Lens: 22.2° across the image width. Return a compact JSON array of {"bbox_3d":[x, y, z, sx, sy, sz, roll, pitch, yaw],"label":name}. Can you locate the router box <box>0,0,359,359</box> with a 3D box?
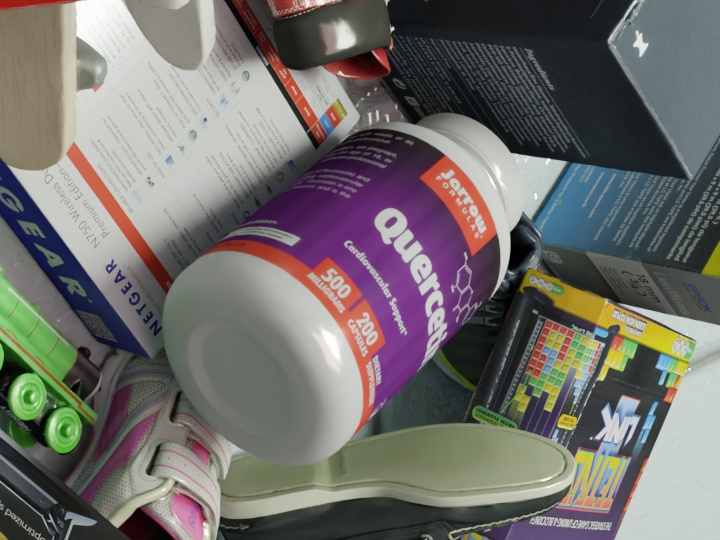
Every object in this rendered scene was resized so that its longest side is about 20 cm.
[{"bbox_3d":[-0.109,-0.091,0.899,0.180,0.049,0.201,-50,128,-24],"label":"router box"}]

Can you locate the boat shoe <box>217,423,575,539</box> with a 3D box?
[{"bbox_3d":[0.018,0.132,0.993,0.198,0.075,0.067,-7,116,1],"label":"boat shoe"}]

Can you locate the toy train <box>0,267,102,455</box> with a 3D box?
[{"bbox_3d":[-0.188,0.015,0.855,0.200,0.042,0.057,50,55,-38],"label":"toy train"}]

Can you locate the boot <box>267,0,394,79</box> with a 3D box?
[{"bbox_3d":[0.000,-0.180,0.939,0.200,0.072,0.145,-45,120,-50],"label":"boot"}]

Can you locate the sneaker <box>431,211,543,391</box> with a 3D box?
[{"bbox_3d":[0.072,0.006,1.068,0.074,0.081,0.201,-50,131,-23],"label":"sneaker"}]

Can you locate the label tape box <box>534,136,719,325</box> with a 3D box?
[{"bbox_3d":[0.220,-0.043,1.117,0.145,0.199,0.063,-56,131,-19],"label":"label tape box"}]

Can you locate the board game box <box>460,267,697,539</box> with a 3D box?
[{"bbox_3d":[0.123,0.097,1.099,0.200,0.056,0.166,18,93,-63],"label":"board game box"}]

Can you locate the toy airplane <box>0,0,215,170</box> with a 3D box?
[{"bbox_3d":[-0.140,-0.141,0.685,0.199,0.200,0.142,32,33,-33],"label":"toy airplane"}]

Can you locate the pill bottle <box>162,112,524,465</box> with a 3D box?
[{"bbox_3d":[0.000,0.000,0.918,0.200,0.112,0.113,-42,125,-40],"label":"pill bottle"}]

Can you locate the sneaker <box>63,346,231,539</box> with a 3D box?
[{"bbox_3d":[-0.098,0.104,0.923,0.081,0.088,0.201,43,69,-40],"label":"sneaker"}]

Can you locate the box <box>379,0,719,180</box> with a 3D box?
[{"bbox_3d":[0.116,-0.149,0.996,0.149,0.199,0.107,-55,130,-19],"label":"box"}]

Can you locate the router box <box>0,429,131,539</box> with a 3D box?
[{"bbox_3d":[-0.185,0.120,0.761,0.200,0.052,0.158,43,23,-15],"label":"router box"}]
